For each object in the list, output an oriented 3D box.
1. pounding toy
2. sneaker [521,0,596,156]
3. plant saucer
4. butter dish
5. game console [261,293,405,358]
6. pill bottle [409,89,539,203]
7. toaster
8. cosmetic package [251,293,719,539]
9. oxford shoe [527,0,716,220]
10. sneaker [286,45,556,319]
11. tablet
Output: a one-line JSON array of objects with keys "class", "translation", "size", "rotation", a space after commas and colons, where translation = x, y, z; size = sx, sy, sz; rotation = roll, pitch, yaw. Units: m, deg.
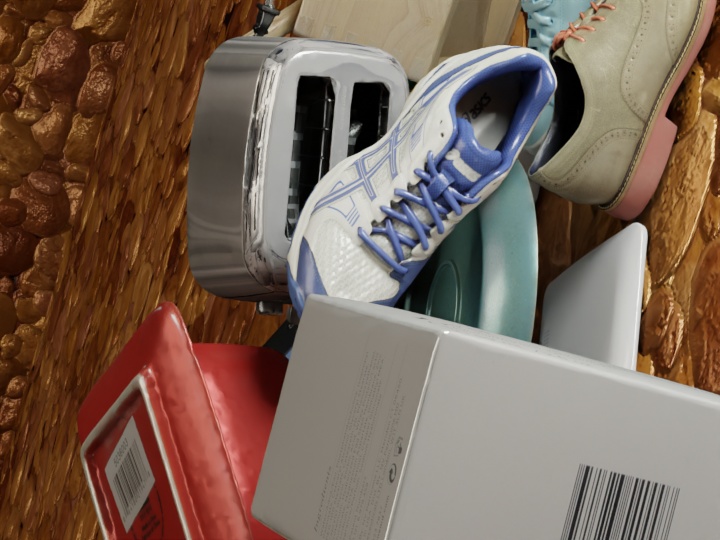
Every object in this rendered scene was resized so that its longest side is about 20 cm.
[{"class": "pounding toy", "translation": [0.020, -0.203, 1.440], "size": [0.184, 0.142, 0.201], "rotation": [-14, -55, -68]}, {"class": "sneaker", "translation": [0.121, -0.170, 1.317], "size": [0.074, 0.082, 0.201], "rotation": [-124, 50, -70]}, {"class": "plant saucer", "translation": [0.058, 0.027, 1.258], "size": [0.200, 0.027, 0.201], "rotation": [-172, 90, -76]}, {"class": "butter dish", "translation": [-0.068, 0.130, 1.270], "size": [0.200, 0.147, 0.200], "rotation": [-48, 58, 56]}, {"class": "game console", "translation": [-0.015, 0.048, 1.521], "size": [0.177, 0.031, 0.200], "rotation": [-43, 18, -2]}, {"class": "pill bottle", "translation": [0.033, -0.065, 1.447], "size": [0.200, 0.113, 0.114], "rotation": [1, 77, 64]}, {"class": "toaster", "translation": [-0.035, -0.069, 1.308], "size": [0.129, 0.113, 0.201], "rotation": [-170, 86, -67]}, {"class": "cosmetic package", "translation": [0.078, 0.097, 1.003], "size": [0.200, 0.198, 0.124], "rotation": [-171, 96, -71]}, {"class": "oxford shoe", "translation": [0.149, -0.133, 1.202], "size": [0.070, 0.074, 0.201], "rotation": [-168, 92, -74]}, {"class": "sneaker", "translation": [0.033, -0.050, 1.175], "size": [0.200, 0.075, 0.088], "rotation": [-56, 16, -18]}, {"class": "tablet", "translation": [0.123, 0.083, 1.214], "size": [0.130, 0.014, 0.201], "rotation": [138, 143, -62]}]
